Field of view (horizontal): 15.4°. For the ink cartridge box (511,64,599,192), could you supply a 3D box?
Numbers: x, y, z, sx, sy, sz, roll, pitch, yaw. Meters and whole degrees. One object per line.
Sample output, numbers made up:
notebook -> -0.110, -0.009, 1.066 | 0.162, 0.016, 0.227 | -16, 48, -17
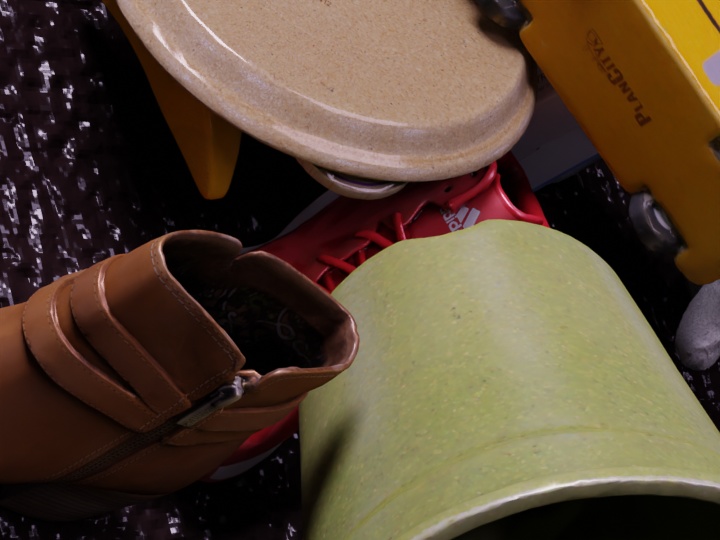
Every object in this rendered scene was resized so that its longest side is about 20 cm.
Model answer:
ink cartridge box -> 0.059, -0.144, 1.150 | 0.076, 0.136, 0.202 | 7, 64, -44

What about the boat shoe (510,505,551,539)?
boat shoe -> 0.067, 0.147, 1.054 | 0.064, 0.071, 0.202 | 16, 68, -35

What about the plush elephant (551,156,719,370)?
plush elephant -> 0.183, -0.023, 1.157 | 0.165, 0.199, 0.156 | 42, 31, -31

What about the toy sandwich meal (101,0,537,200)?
toy sandwich meal -> -0.025, -0.097, 1.047 | 0.204, 0.070, 0.206 | 17, 42, -16

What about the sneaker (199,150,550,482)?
sneaker -> 0.000, 0.000, 1.029 | 0.079, 0.115, 0.200 | 52, 42, -10

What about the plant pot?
plant pot -> 0.054, 0.088, 0.924 | 0.200, 0.200, 0.185 | 31, 25, -30

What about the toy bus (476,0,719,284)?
toy bus -> 0.108, -0.098, 1.030 | 0.078, 0.065, 0.201 | -36, 92, -43

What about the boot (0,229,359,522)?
boot -> -0.112, 0.033, 0.866 | 0.199, 0.155, 0.077 | 20, 56, -37
